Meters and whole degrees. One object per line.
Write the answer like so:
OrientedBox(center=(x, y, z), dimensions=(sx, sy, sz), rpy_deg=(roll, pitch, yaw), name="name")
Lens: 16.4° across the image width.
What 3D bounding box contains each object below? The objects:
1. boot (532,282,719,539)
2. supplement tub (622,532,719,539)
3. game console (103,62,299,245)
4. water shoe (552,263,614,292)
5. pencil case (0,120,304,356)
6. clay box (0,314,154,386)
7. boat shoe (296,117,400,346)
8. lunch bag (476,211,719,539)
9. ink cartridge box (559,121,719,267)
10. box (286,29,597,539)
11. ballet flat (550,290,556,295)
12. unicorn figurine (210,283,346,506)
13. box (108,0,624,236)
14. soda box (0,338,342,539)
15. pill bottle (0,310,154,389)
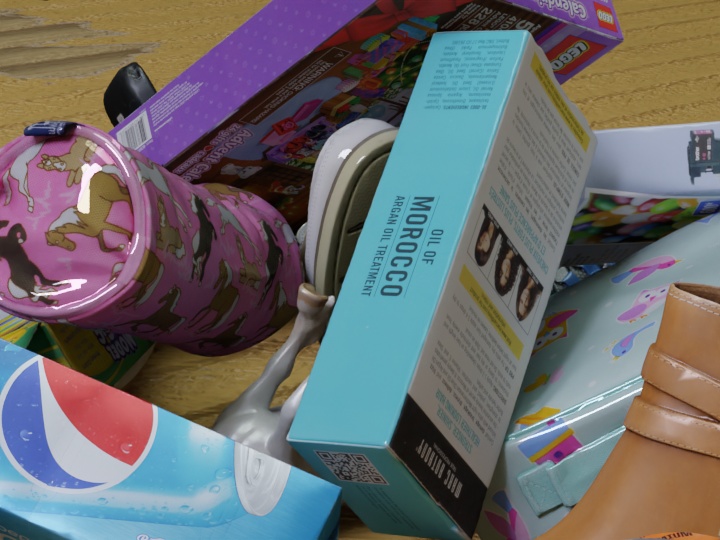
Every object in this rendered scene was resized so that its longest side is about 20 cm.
OrientedBox(center=(0.111, 0.080, 0.967), dimensions=(0.199, 0.155, 0.074), rpy_deg=(4, 16, 3), name="boot")
OrientedBox(center=(0.079, 0.156, 0.752), dimensions=(0.122, 0.123, 0.200), rpy_deg=(8, 17, 18), name="supplement tub")
OrientedBox(center=(-0.055, -0.058, 1.430), dimensions=(0.116, 0.176, 0.200), rpy_deg=(-30, 4, -8), name="game console")
OrientedBox(center=(0.128, -0.005, 1.418), dimensions=(0.199, 0.079, 0.071), rpy_deg=(-6, 18, -30), name="water shoe")
OrientedBox(center=(-0.091, -0.009, 1.045), dimensions=(0.083, 0.087, 0.200), rpy_deg=(-26, -14, 14), name="pencil case")
OrientedBox(center=(-0.157, 0.051, 1.106), dimensions=(0.115, 0.048, 0.200), rpy_deg=(-30, 7, 13), name="clay box")
OrientedBox(center=(0.000, 0.000, 1.162), dimensions=(0.075, 0.200, 0.068), rpy_deg=(-26, 50, -19), name="boat shoe")
OrientedBox(center=(0.125, 0.054, 1.093), dimensions=(0.200, 0.077, 0.160), rpy_deg=(-28, 16, 9), name="lunch bag")
OrientedBox(center=(0.119, -0.034, 1.178), dimensions=(0.199, 0.042, 0.119), rpy_deg=(-2, -15, -7), name="ink cartridge box")
OrientedBox(center=(0.038, 0.004, 1.035), dimensions=(0.049, 0.200, 0.082), rpy_deg=(2, -32, 32), name="box")
OrientedBox(center=(0.059, 0.035, 1.263), dimensions=(0.067, 0.071, 0.200), rpy_deg=(7, 3, -10), name="ballet flat")
OrientedBox(center=(-0.038, 0.070, 1.079), dimensions=(0.200, 0.138, 0.074), rpy_deg=(16, 21, -46), name="unicorn figurine")
OrientedBox(center=(0.001, -0.083, 1.132), dimensions=(0.137, 0.039, 0.200), rpy_deg=(11, -35, -44), name="box")
OrientedBox(center=(-0.109, 0.081, 0.949), dimensions=(0.200, 0.068, 0.064), rpy_deg=(22, 64, 9), name="soda box")
OrientedBox(center=(-0.152, -0.008, 1.314), dimensions=(0.111, 0.112, 0.200), rpy_deg=(3, 15, -1), name="pill bottle")
